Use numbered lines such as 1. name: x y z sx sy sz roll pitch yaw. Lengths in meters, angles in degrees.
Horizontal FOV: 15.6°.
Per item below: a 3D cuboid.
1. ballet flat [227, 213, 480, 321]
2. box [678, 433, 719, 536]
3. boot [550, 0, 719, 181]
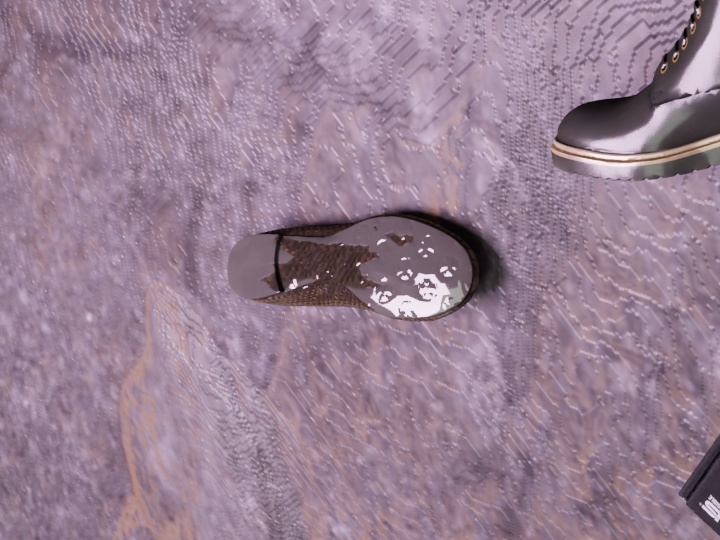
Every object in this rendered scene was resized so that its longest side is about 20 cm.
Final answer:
1. ballet flat: 0.000 0.000 1.683 0.199 0.046 0.068 -1 84 40
2. box: 0.297 0.125 1.430 0.200 0.086 0.164 43 140 14
3. boot: 0.181 -0.127 1.395 0.199 0.077 0.139 -7 107 33
